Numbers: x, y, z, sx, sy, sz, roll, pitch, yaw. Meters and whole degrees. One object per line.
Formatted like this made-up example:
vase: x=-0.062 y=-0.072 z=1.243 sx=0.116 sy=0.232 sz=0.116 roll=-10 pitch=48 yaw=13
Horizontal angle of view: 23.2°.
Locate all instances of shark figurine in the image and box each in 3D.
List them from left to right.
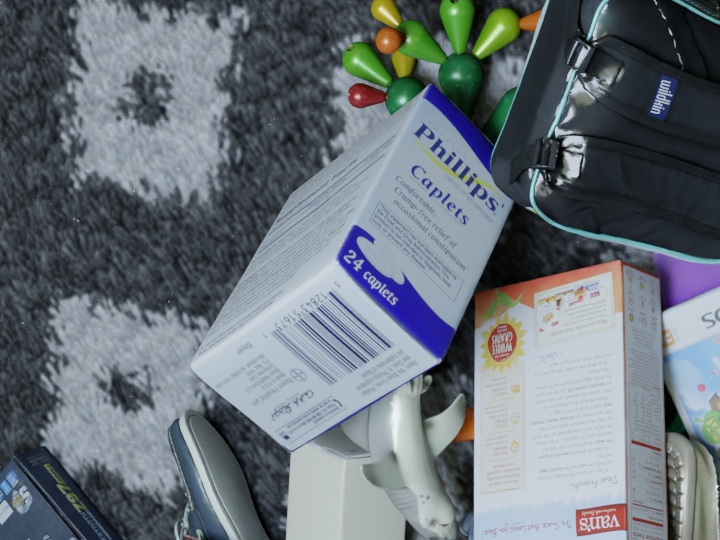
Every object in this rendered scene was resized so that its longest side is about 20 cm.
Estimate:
shark figurine: x=0.023 y=0.090 z=1.303 sx=0.089 sy=0.127 sz=0.217 roll=0 pitch=84 yaw=44

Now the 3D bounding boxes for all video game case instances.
video game case: x=0.305 y=0.095 z=1.203 sx=0.181 sy=0.022 sz=0.202 roll=-27 pitch=85 yaw=39

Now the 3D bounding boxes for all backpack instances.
backpack: x=0.200 y=-0.101 z=1.186 sx=0.198 sy=0.153 sz=0.177 roll=15 pitch=101 yaw=-15

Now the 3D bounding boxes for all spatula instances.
spatula: x=0.261 y=0.074 z=1.262 sx=0.056 sy=0.020 sz=0.202 roll=-18 pitch=90 yaw=32

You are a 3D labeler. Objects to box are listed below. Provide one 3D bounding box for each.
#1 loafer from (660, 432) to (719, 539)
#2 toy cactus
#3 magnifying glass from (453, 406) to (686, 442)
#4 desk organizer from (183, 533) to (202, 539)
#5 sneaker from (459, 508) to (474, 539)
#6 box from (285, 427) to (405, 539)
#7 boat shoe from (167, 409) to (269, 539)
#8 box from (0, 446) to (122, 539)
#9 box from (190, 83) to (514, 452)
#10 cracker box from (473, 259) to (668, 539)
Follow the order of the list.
loafer: x=0.236 y=0.206 z=1.260 sx=0.076 sy=0.068 sz=0.202 roll=32 pitch=129 yaw=57
toy cactus: x=0.077 y=-0.120 z=1.295 sx=0.198 sy=0.102 sz=0.167 roll=3 pitch=108 yaw=16
magnifying glass: x=0.158 y=0.103 z=1.319 sx=0.198 sy=0.022 sz=0.080 roll=-12 pitch=92 yaw=25
desk organizer: x=-0.117 y=0.316 z=1.400 sx=0.071 sy=0.077 sz=0.201 roll=14 pitch=131 yaw=23
sneaker: x=0.126 y=0.195 z=1.319 sx=0.200 sy=0.075 sz=0.085 roll=-48 pitch=63 yaw=17
box: x=-0.014 y=0.230 z=1.376 sx=0.082 sy=0.068 sz=0.202 roll=19 pitch=108 yaw=53
boat shoe: x=-0.114 y=0.212 z=1.436 sx=0.061 sy=0.075 sz=0.201 roll=-25 pitch=98 yaw=21
box: x=-0.297 y=0.280 z=1.545 sx=0.158 sy=0.051 sz=0.200 roll=47 pitch=113 yaw=12
box: x=0.000 y=0.000 z=1.245 sx=0.105 sy=0.201 sz=0.184 roll=41 pitch=136 yaw=-14
cracker box: x=0.147 y=0.106 z=1.248 sx=0.133 sy=0.057 sz=0.202 roll=-13 pitch=67 yaw=41
